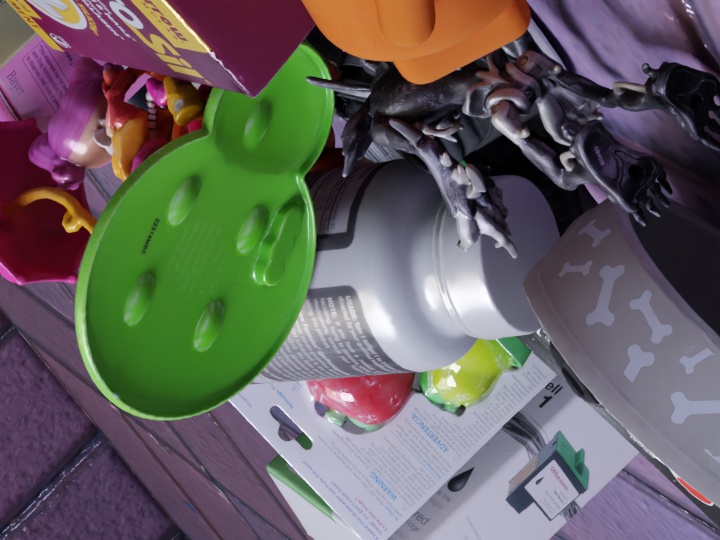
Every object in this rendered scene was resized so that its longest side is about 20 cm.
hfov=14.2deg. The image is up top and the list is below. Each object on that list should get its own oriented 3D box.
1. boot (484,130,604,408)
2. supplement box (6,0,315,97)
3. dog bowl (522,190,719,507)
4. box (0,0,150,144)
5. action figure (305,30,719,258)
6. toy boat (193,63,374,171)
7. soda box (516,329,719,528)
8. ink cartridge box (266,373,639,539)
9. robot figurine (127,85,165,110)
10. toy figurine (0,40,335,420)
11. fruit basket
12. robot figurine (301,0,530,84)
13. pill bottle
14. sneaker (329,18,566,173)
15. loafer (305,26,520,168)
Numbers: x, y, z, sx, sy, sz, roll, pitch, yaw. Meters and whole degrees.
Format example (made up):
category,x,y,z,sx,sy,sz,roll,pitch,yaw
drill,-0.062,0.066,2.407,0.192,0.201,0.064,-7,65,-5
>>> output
category,x,y,z,sx,sy,sz,roll,pitch,yaw
boot,0.143,0.019,1.542,0.131,0.070,0.200,22,-146,-39
supplement box,-0.111,-0.171,1.394,0.131,0.103,0.200,47,162,-32
dog bowl,0.170,0.040,1.373,0.200,0.059,0.200,36,-161,-14
box,-0.170,-0.188,1.602,0.176,0.200,0.097,37,166,32
action figure,0.070,-0.067,1.357,0.200,0.119,0.102,15,150,42
toy boat,-0.033,-0.070,1.619,0.131,0.130,0.200,38,137,10
soda box,0.180,0.074,1.625,0.200,0.063,0.071,44,169,10
ink cartridge box,0.066,0.109,1.804,0.146,0.200,0.084,32,159,45
robot figurine,-0.111,-0.134,1.781,0.125,0.151,0.200,23,172,-13
toy figurine,-0.127,-0.049,1.465,0.184,0.200,0.150,26,-177,42
fruit basket,0.017,0.032,1.717,0.185,0.200,0.094,46,-177,-6
robot figurine,0.008,-0.172,1.267,0.116,0.144,0.200,5,144,35
pill bottle,0.000,0.000,1.511,0.200,0.111,0.111,-6,136,34
sneaker,0.008,-0.133,1.435,0.200,0.099,0.071,49,169,-10
loafer,0.017,-0.124,1.511,0.200,0.070,0.068,37,176,-26
